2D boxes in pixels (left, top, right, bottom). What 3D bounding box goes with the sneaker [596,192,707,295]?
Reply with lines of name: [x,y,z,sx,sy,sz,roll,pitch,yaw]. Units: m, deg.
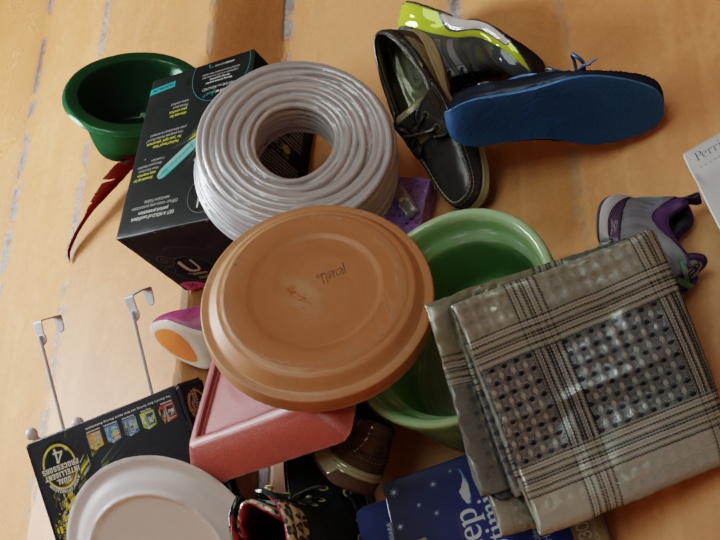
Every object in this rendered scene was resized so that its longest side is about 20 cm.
sneaker: [0.235,0.020,1.022,0.087,0.074,0.202,-8,58,27]

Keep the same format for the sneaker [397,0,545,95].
sneaker: [0.104,-0.209,1.272,0.199,0.073,0.082,27,96,46]

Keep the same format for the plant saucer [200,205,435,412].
plant saucer: [-0.036,0.023,1.053,0.197,0.032,0.202,-3,53,4]

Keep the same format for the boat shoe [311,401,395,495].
boat shoe: [-0.021,0.121,1.129,0.202,0.074,0.076,41,109,55]

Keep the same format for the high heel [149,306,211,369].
high heel: [-0.133,0.046,1.299,0.199,0.068,0.096,-6,35,46]

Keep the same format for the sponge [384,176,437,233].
sponge: [0.000,0.000,1.220,0.110,0.030,0.202,5,66,21]

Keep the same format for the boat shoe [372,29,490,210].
boat shoe: [0.061,-0.147,1.221,0.072,0.065,0.203,-37,64,40]

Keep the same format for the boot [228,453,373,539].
boot: [-0.051,0.202,1.066,0.073,0.154,0.205,-34,48,14]

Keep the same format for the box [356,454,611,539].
box: [0.093,0.207,1.010,0.198,0.032,0.122,-22,52,9]

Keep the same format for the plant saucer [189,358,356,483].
plant saucer: [-0.073,0.077,1.114,0.199,0.037,0.201,-23,43,39]

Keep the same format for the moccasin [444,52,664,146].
moccasin: [0.176,-0.161,1.152,0.197,0.081,0.068,1,33,11]

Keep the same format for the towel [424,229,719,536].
towel: [0.165,0.086,0.959,0.198,0.035,0.195,-19,83,1]

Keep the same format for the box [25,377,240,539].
box: [-0.214,0.211,1.209,0.198,0.049,0.163,-21,87,25]

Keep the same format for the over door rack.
over door rack: [-0.276,0.129,1.301,0.146,0.066,0.203,-14,79,29]

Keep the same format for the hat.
hat: [-0.282,-0.147,1.549,0.197,0.177,0.166,-11,45,-15]

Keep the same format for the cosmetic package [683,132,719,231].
cosmetic package: [0.336,-0.029,0.974,0.101,0.074,0.202,-31,50,17]

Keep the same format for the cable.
cable: [-0.062,-0.107,1.205,0.198,0.069,0.202,-18,63,-9]

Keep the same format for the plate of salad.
plate of salad: [-0.172,0.257,1.138,0.199,0.202,0.048,-27,7,21]

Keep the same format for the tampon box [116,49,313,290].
tampon box: [-0.149,-0.102,1.345,0.148,0.126,0.202,-10,59,31]

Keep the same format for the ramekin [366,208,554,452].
ramekin: [0.097,0.058,1.082,0.198,0.098,0.202,-18,54,27]
